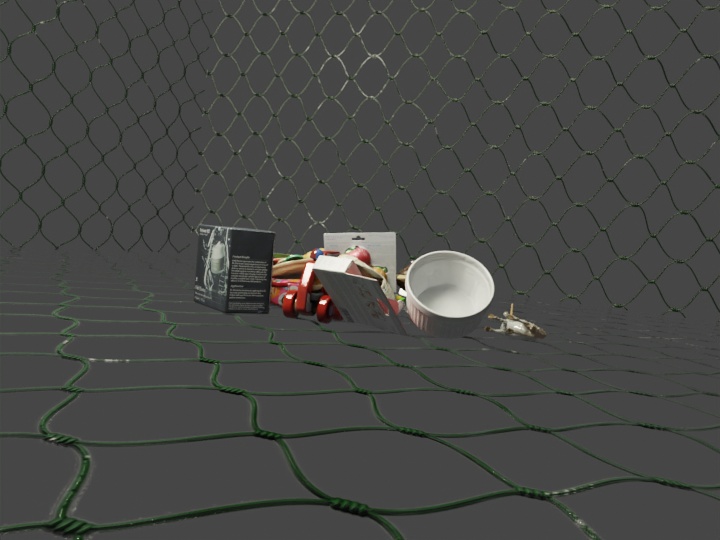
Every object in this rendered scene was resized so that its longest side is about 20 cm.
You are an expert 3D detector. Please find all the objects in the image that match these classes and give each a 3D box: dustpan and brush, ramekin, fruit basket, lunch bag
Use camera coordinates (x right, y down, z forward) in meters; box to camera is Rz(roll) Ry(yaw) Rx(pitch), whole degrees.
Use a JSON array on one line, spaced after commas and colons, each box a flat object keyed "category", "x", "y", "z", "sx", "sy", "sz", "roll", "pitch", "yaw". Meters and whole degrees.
[{"category": "dustpan and brush", "x": 0.050, "y": 0.089, "z": 1.603, "sx": 0.139, "sy": 0.057, "sz": 0.200, "roll": 16, "pitch": -32, "yaw": 22}, {"category": "ramekin", "x": 0.196, "y": 0.062, "z": 1.519, "sx": 0.199, "sy": 0.105, "sz": 0.201, "roll": 2, "pitch": 46, "yaw": -2}, {"category": "fruit basket", "x": 0.000, "y": 0.000, "z": 1.720, "sx": 0.184, "sy": 0.201, "sz": 0.094, "roll": -2, "pitch": 10, "yaw": 1}, {"category": "lunch bag", "x": -0.169, "y": 0.064, "z": 1.815, "sx": 0.199, "sy": 0.082, "sz": 0.176, "roll": 4, "pitch": -1, "yaw": -22}]

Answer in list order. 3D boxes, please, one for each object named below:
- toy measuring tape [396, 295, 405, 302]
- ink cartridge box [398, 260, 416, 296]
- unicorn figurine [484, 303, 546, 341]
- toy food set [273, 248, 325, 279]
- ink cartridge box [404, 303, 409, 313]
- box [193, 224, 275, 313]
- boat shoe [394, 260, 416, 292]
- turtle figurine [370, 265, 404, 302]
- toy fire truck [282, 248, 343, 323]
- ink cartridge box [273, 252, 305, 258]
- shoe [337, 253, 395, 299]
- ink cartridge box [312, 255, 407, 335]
[{"category": "toy measuring tape", "x": 0.052, "y": 0.095, "z": 1.824, "sx": 0.073, "sy": 0.074, "sz": 0.200, "roll": 8, "pitch": 13, "yaw": 35}, {"category": "ink cartridge box", "x": 0.221, "y": 0.059, "z": 1.884, "sx": 0.199, "sy": 0.118, "sz": 0.067, "roll": 19, "pitch": -15, "yaw": 20}, {"category": "unicorn figurine", "x": 0.382, "y": 0.139, "z": 1.672, "sx": 0.137, "sy": 0.074, "sz": 0.200, "roll": 16, "pitch": 11, "yaw": -33}, {"category": "toy food set", "x": -0.182, "y": -0.010, "z": 1.861, "sx": 0.197, "sy": 0.049, "sz": 0.200, "roll": -6, "pitch": -13, "yaw": -22}, {"category": "ink cartridge box", "x": 0.192, "y": 0.053, "z": 1.717, "sx": 0.045, "sy": 0.177, "sz": 0.200, "roll": 37, "pitch": -1, "yaw": -6}, {"category": "box", "x": -0.308, "y": -0.006, "z": 1.628, "sx": 0.123, "sy": 0.198, "sz": 0.200, "roll": 5, "pitch": 2, "yaw": -36}, {"category": "boat shoe", "x": 0.144, "y": 0.013, "z": 1.710, "sx": 0.072, "sy": 0.072, "sz": 0.200, "roll": 42, "pitch": -15, "yaw": -8}, {"category": "turtle figurine", "x": 0.036, "y": 0.043, "z": 2.005, "sx": 0.200, "sy": 0.101, "sz": 0.149, "roll": 38, "pitch": 24, "yaw": 32}, {"category": "toy fire truck", "x": -0.101, "y": 0.033, "z": 1.589, "sx": 0.111, "sy": 0.169, "sz": 0.200, "roll": 7, "pitch": 3, "yaw": 19}, {"category": "ink cartridge box", "x": -0.231, "y": 0.016, "z": 1.983, "sx": 0.199, "sy": 0.146, "sz": 0.048, "roll": 2, "pitch": 42, "yaw": -46}, {"category": "shoe", "x": 0.020, "y": 0.033, "z": 1.622, "sx": 0.200, "sy": 0.070, "sz": 0.053, "roll": 40, "pitch": -17, "yaw": -30}, {"category": "ink cartridge box", "x": 0.007, "y": 0.056, "z": 1.480, "sx": 0.175, "sy": 0.045, "sz": 0.200, "roll": 9, "pitch": -36, "yaw": 34}]
